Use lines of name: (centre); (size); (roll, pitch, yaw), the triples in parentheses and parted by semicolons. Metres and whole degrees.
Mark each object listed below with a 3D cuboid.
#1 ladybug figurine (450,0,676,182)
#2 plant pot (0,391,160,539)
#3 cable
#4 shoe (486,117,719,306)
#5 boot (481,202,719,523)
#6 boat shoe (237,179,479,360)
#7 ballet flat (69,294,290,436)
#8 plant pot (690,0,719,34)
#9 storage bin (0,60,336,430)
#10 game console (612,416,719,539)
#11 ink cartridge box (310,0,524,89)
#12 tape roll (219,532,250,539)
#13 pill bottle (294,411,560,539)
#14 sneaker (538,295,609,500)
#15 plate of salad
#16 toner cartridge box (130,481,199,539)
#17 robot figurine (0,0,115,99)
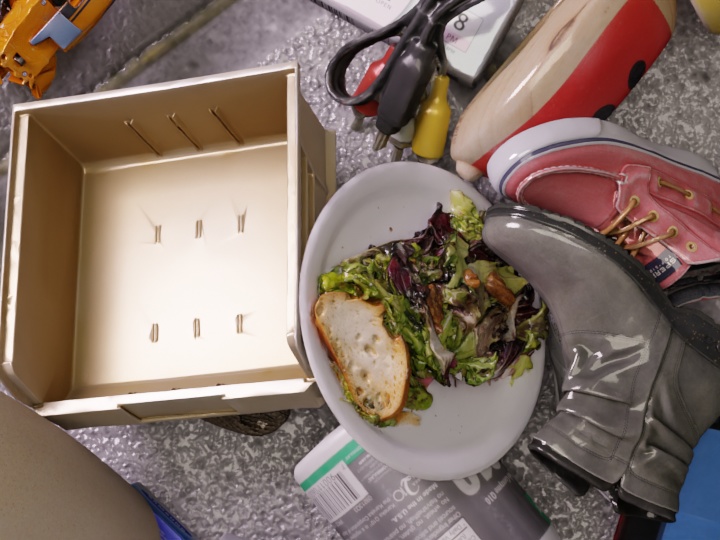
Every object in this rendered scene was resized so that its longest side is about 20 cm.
ladybug figurine: (0.138, -0.130, 1.001); (0.072, 0.136, 0.200); (41, 88, -4)
plant pot: (-0.245, 0.145, 0.923); (0.185, 0.201, 0.189); (-14, 45, 14)
cable: (0.044, -0.158, 1.010); (0.097, 0.050, 0.201); (38, 119, 18)
shoe: (0.172, -0.033, 0.967); (0.072, 0.199, 0.092); (-47, 51, 36)
boot: (0.136, 0.058, 0.925); (0.199, 0.068, 0.131); (34, 76, -8)
boat shoe: (0.000, 0.000, 1.032); (0.198, 0.072, 0.066); (-26, 82, 1)
ballet flat: (-0.141, 0.064, 1.047); (0.198, 0.046, 0.068); (22, 87, 4)
plant pot: (0.278, -0.254, 0.978); (0.188, 0.201, 0.202); (-28, 85, 15)
storage bin: (-0.121, -0.011, 0.983); (0.198, 0.094, 0.201); (-6, 68, 14)
game console: (0.264, 0.199, 0.962); (0.198, 0.119, 0.173); (13, 44, -6)
ink cartridge box: (0.056, -0.252, 1.055); (0.161, 0.057, 0.201); (29, 93, 5)
tape roll: (-0.081, 0.263, 0.912); (0.065, 0.200, 0.202); (16, 88, 3)
pill bottle: (0.058, 0.172, 0.997); (0.113, 0.113, 0.200); (-40, 86, 0)
sneaker: (0.159, 0.071, 1.012); (0.074, 0.082, 0.202); (-23, 86, 2)
plate of salad: (0.049, 0.028, 0.948); (0.198, 0.048, 0.202); (11, 71, -35)
toner cartridge box: (-0.114, 0.247, 1.037); (0.200, 0.043, 0.095); (44, 88, 4)
robot figurine: (-0.191, -0.213, 1.034); (0.201, 0.145, 0.058); (-53, 127, -11)
